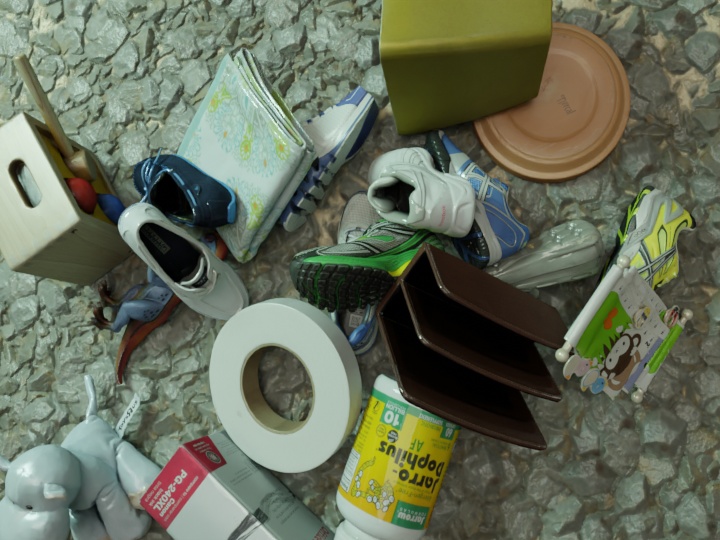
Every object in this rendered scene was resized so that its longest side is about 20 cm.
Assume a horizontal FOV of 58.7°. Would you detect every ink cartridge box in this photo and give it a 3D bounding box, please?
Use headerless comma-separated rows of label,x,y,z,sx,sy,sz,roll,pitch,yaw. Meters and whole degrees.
ink cartridge box,-0.130,0.286,0.727,0.199,0.145,0.084,40,89,11

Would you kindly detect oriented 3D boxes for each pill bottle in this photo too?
pill bottle,0.037,0.233,0.728,0.110,0.113,0.205,20,86,10

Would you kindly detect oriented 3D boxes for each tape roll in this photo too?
tape roll,-0.092,0.136,0.760,0.198,0.037,0.209,5,100,26

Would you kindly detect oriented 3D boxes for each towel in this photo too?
towel,-0.147,-0.137,0.781,0.173,0.048,0.201,56,130,21

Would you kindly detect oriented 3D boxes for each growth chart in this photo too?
growth chart,0.288,0.073,0.697,0.018,0.198,0.147,29,90,52

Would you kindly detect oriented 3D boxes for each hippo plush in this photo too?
hippo plush,-0.325,0.253,0.746,0.156,0.161,0.205,17,90,9

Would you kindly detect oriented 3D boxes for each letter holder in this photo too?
letter holder,0.130,0.085,0.661,0.197,0.144,0.101,24,118,-25

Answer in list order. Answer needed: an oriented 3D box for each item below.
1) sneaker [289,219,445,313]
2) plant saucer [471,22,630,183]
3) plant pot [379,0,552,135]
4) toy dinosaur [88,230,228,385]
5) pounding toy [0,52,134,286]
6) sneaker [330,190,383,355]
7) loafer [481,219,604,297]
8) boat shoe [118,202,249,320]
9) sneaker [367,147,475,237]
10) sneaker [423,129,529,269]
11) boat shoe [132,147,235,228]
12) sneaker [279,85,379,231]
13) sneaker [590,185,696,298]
sneaker,0.009,-0.010,0.713,0.196,0.079,0.086,-5,53,-31
plant saucer,0.235,-0.213,0.798,0.195,0.032,0.206,-1,83,8
plant pot,0.123,-0.287,0.727,0.171,0.200,0.206,3,78,10
toy dinosaur,-0.252,0.023,0.835,0.177,0.105,0.205,-11,114,-3
pounding toy,-0.378,-0.114,0.795,0.141,0.184,0.202,-33,79,2
sneaker,0.000,0.000,0.777,0.075,0.085,0.206,1,82,8
loafer,0.190,0.005,0.755,0.195,0.070,0.071,-17,116,10
boat shoe,-0.200,0.003,0.756,0.074,0.200,0.065,-52,38,-6
sneaker,0.045,-0.098,0.734,0.097,0.200,0.080,0,109,-26
sneaker,0.130,-0.089,0.767,0.075,0.076,0.203,-12,59,-16
boat shoe,-0.235,-0.104,0.793,0.197,0.068,0.086,16,114,40
sneaker,-0.072,-0.164,0.810,0.114,0.081,0.201,38,91,9
sneaker,0.321,0.005,0.736,0.075,0.075,0.204,25,88,11
